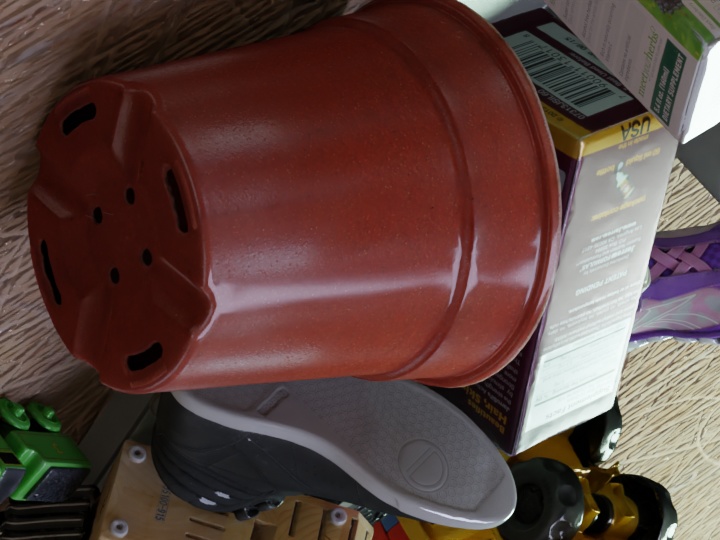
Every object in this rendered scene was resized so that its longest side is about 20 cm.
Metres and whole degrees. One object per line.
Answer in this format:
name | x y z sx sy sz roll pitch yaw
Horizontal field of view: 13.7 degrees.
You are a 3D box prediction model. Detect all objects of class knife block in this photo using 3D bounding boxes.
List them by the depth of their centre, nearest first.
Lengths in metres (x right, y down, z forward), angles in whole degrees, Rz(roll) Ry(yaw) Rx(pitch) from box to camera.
knife block | -0.111 0.172 1.674 0.176 0.199 0.064 118 -12 -56

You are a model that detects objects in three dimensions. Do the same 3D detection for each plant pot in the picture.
plant pot | -0.042 -0.028 1.441 0.195 0.201 0.201 -9 143 -38

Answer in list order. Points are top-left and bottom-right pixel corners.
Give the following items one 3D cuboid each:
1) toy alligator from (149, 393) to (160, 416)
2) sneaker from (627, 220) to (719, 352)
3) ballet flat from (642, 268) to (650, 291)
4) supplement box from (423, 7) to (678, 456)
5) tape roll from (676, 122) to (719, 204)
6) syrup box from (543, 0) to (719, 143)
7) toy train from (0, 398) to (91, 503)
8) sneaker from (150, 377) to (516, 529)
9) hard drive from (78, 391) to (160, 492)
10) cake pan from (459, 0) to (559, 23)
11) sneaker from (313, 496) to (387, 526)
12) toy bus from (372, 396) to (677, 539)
toy alligator | -0.090 0.030 1.586 0.059 0.054 0.200 -13 140 -15
sneaker | 0.196 0.005 1.937 0.200 0.081 0.088 -15 153 32
ballet flat | 0.140 0.015 1.845 0.072 0.072 0.200 98 17 -58
supplement box | 0.088 -0.020 1.580 0.086 0.110 0.200 -21 135 -38
tape roll | 0.286 -0.129 1.916 0.200 0.066 0.200 -35 157 -17
syrup box | 0.120 -0.165 1.409 0.081 0.200 0.079 -32 156 -23
toy train | -0.208 0.095 1.551 0.042 0.056 0.200 -48 157 16
sneaker | -0.020 0.099 1.583 0.099 0.200 0.071 125 -17 -53
hard drive | -0.080 0.080 1.768 0.200 0.027 0.132 -10 143 -51
cake pan | 0.100 -0.168 1.585 0.200 0.037 0.200 -34 157 -17
sneaker | -0.059 0.139 1.752 0.200 0.088 0.076 -35 166 -7
toy bus | 0.084 0.161 1.955 0.192 0.200 0.136 -44 145 23
